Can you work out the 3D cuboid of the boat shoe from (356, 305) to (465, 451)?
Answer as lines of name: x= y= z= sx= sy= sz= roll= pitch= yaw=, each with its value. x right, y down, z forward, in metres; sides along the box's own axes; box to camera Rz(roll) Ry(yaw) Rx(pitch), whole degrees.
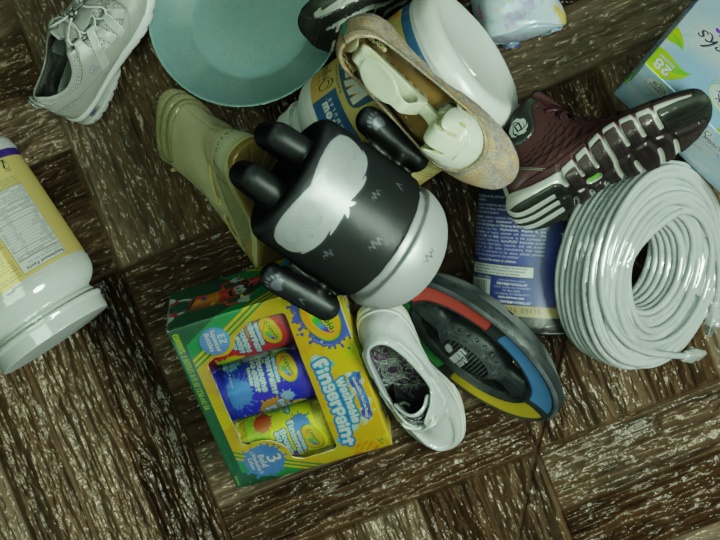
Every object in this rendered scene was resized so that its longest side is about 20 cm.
boat shoe: x=0.051 y=0.117 z=1.269 sx=0.071 sy=0.069 sz=0.201 roll=-12 pitch=129 yaw=12

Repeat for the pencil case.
pencil case: x=0.142 y=-0.320 z=1.269 sx=0.090 sy=0.083 sz=0.202 roll=-13 pitch=93 yaw=-10

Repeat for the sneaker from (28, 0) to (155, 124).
sneaker: x=-0.262 y=-0.236 z=1.283 sx=0.074 sy=0.082 sz=0.202 roll=32 pitch=109 yaw=30

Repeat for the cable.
cable: x=0.265 y=-0.007 z=1.232 sx=0.069 sy=0.198 sz=0.202 roll=20 pitch=109 yaw=47

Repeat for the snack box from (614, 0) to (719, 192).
snack box: x=0.360 y=-0.181 z=1.222 sx=0.168 sy=0.068 sz=0.200 roll=42 pitch=65 yaw=0

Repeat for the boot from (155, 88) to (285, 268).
boot: x=-0.127 y=-0.078 z=1.305 sx=0.073 sy=0.201 sz=0.155 roll=-40 pitch=49 yaw=-18

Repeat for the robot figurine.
robot figurine: x=-0.017 y=-0.051 z=1.152 sx=0.199 sy=0.125 sz=0.150 roll=33 pitch=126 yaw=-18

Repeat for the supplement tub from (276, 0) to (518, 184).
supplement tub: x=0.032 y=-0.151 z=1.238 sx=0.199 sy=0.145 sz=0.145 roll=-33 pitch=91 yaw=26

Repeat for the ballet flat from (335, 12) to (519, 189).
ballet flat: x=0.052 y=-0.135 z=1.119 sx=0.200 sy=0.067 sz=0.068 roll=41 pitch=114 yaw=-3

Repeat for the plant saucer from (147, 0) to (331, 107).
plant saucer: x=-0.110 y=-0.255 z=1.303 sx=0.199 sy=0.039 sz=0.203 roll=-1 pitch=81 yaw=8

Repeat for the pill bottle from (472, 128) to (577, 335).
pill bottle: x=0.167 y=-0.044 z=1.270 sx=0.110 sy=0.112 sz=0.203 roll=4 pitch=95 yaw=4

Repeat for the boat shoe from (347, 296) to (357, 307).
boat shoe: x=0.000 y=0.000 z=1.309 sx=0.200 sy=0.074 sz=0.060 roll=-41 pitch=95 yaw=4

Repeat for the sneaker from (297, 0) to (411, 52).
sneaker: x=0.001 y=-0.277 z=1.256 sx=0.080 sy=0.074 sz=0.200 roll=43 pitch=51 yaw=9

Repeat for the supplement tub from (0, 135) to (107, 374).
supplement tub: x=-0.355 y=-0.015 z=1.298 sx=0.145 sy=0.145 sz=0.201 roll=-34 pitch=91 yaw=6

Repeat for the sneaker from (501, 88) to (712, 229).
sneaker: x=0.201 y=-0.131 z=1.164 sx=0.199 sy=0.076 sz=0.116 roll=-28 pitch=55 yaw=8

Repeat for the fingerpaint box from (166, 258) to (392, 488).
fingerpaint box: x=-0.076 y=0.098 z=1.278 sx=0.165 sy=0.074 sz=0.202 roll=-16 pitch=120 yaw=5

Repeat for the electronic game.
electronic game: x=0.107 y=0.073 z=1.246 sx=0.200 sy=0.200 sz=0.042 roll=40 pitch=71 yaw=1
